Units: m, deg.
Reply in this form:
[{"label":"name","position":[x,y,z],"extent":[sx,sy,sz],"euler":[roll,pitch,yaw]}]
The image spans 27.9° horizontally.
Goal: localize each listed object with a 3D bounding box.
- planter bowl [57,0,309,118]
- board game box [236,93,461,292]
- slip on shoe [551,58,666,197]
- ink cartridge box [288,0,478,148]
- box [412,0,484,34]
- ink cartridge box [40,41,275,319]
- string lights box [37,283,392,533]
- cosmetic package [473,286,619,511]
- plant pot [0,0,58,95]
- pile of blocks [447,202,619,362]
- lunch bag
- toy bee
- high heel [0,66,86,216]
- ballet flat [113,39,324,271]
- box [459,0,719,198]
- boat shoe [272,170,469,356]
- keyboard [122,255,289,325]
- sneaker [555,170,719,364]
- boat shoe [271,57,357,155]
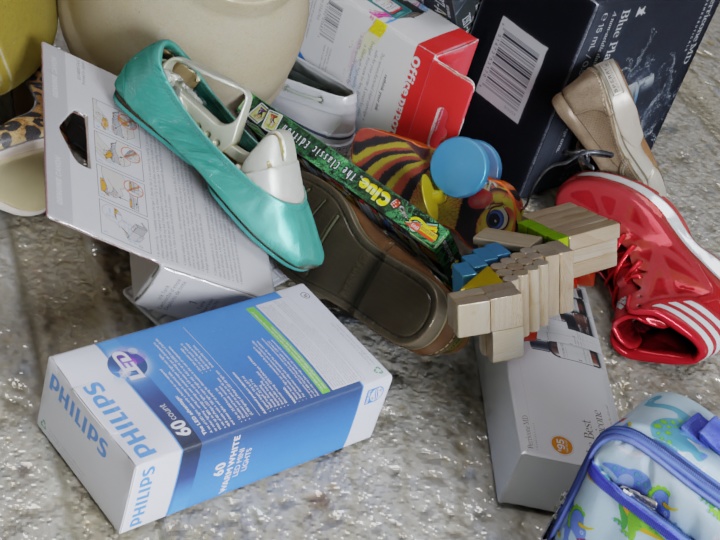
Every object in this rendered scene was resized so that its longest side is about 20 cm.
[{"label":"planter bowl","position":[-0.121,-0.226,1.121],"extent":[0.198,0.135,0.202],"euler":[11,64,-23]},{"label":"board game box","position":[-0.004,-0.058,1.114],"extent":[0.199,0.024,0.105],"euler":[36,-5,24]},{"label":"slip on shoe","position":[0.212,-0.104,1.230],"extent":[0.060,0.200,0.077],"euler":[-25,62,9]},{"label":"ink cartridge box","position":[0.024,-0.171,1.252],"extent":[0.199,0.117,0.067],"euler":[37,40,23]},{"label":"box","position":[0.044,-0.248,1.307],"extent":[0.160,0.200,0.044],"euler":[36,75,24]},{"label":"ink cartridge box","position":[-0.153,-0.058,1.023],"extent":[0.175,0.045,0.201],"euler":[21,35,-29]},{"label":"string lights box","position":[-0.089,0.080,0.913],"extent":[0.199,0.059,0.103],"euler":[-16,47,-39]},{"label":"cosmetic package","position":[0.130,0.081,1.020],"extent":[0.082,0.051,0.201],"euler":[10,36,-11]},{"label":"plant pot","position":[-0.329,-0.222,1.062],"extent":[0.193,0.195,0.201],"euler":[-13,47,-3]},{"label":"pile of blocks","position":[0.110,0.014,1.015],"extent":[0.081,0.063,0.199],"euler":[12,27,33]},{"label":"lunch bag","position":[0.205,0.177,0.831],"extent":[0.199,0.162,0.082],"euler":[37,39,23]},{"label":"toy bee","position":[0.083,-0.051,1.139],"extent":[0.198,0.110,0.130],"euler":[9,4,38]},{"label":"high heel","position":[-0.264,-0.109,1.067],"extent":[0.142,0.072,0.199],"euler":[41,24,18]},{"label":"ballet flat","position":[-0.089,-0.087,1.020],"extent":[0.200,0.071,0.067],"euler":[44,26,4]},{"label":"box","position":[0.196,-0.192,1.289],"extent":[0.199,0.198,0.117],"euler":[-19,50,-41]},{"label":"boat shoe","position":[0.000,0.000,1.063],"extent":[0.200,0.072,0.068],"euler":[45,11,35]},{"label":"keyboard","position":[-0.087,-0.002,1.067],"extent":[0.056,0.011,0.199],"euler":[35,38,21]},{"label":"sneaker","position":[0.214,-0.003,1.150],"extent":[0.199,0.079,0.115],"euler":[38,38,27]},{"label":"boat shoe","position":[-0.079,-0.174,1.252],"extent":[0.199,0.067,0.073],"euler":[31,37,17]}]
